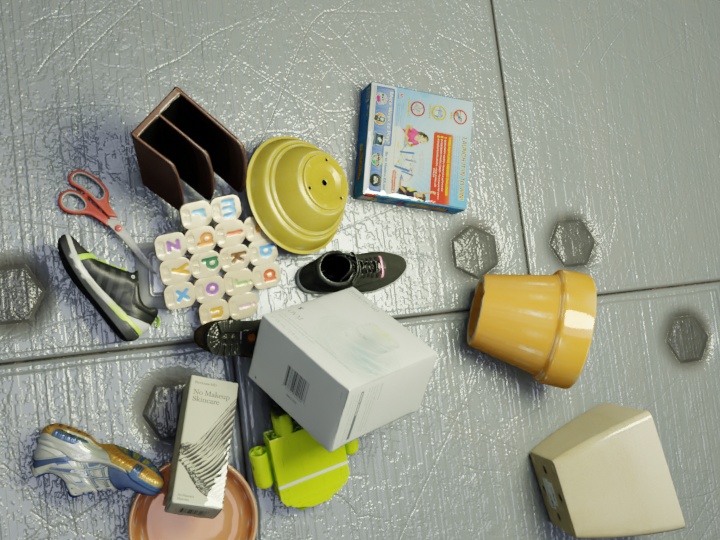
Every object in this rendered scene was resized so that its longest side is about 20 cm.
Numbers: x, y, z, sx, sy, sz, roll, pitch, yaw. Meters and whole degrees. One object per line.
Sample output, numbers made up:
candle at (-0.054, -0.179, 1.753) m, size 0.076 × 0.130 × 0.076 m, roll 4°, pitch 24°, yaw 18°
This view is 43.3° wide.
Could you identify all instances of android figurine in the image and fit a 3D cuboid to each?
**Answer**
android figurine at (-0.085, 0.295, 1.445) m, size 0.181 × 0.041 × 0.201 m, roll -19°, pitch 118°, yaw -19°

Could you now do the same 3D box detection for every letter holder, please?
letter holder at (-0.255, -0.159, 1.382) m, size 0.142 × 0.200 × 0.101 m, roll 39°, pitch 73°, yaw 3°

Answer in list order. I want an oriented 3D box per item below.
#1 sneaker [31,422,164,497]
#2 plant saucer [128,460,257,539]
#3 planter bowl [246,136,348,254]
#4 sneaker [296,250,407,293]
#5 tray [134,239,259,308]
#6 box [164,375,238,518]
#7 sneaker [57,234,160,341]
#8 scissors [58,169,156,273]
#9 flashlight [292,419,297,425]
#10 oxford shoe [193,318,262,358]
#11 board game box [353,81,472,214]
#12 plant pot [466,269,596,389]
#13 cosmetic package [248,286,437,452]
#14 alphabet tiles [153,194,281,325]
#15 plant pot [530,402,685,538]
sneaker at (-0.393, 0.304, 1.359) m, size 0.199 × 0.075 × 0.089 m, roll 23°, pitch 88°, yaw 3°
plant saucer at (-0.260, 0.390, 1.412) m, size 0.199 × 0.037 × 0.202 m, roll 3°, pitch 81°, yaw -18°
planter bowl at (-0.081, -0.133, 1.474) m, size 0.199 × 0.083 × 0.202 m, roll 12°, pitch 71°, yaw -40°
sneaker at (0.000, 0.000, 1.515) m, size 0.199 × 0.099 × 0.071 m, roll -7°, pitch 84°, yaw -20°
tray at (-0.262, 0.004, 1.467) m, size 0.198 × 0.022 × 0.108 m, roll -2°, pitch 85°, yaw -19°
box at (-0.241, 0.268, 1.383) m, size 0.082 × 0.068 × 0.201 m, roll 11°, pitch 60°, yaw -16°
sneaker at (-0.386, 0.017, 1.404) m, size 0.083 × 0.072 × 0.201 m, roll -40°, pitch 104°, yaw -23°
scissors at (-0.385, -0.080, 1.429) m, size 0.199 × 0.014 × 0.073 m, roll 36°, pitch 73°, yaw -3°
flashlight at (-0.030, 0.201, 1.498) m, size 0.199 × 0.068 × 0.068 m, roll -21°, pitch 90°, yaw -19°
oxford shoe at (-0.176, 0.108, 1.458) m, size 0.199 × 0.084 × 0.073 m, roll 15°, pitch 82°, yaw -37°
board game box at (0.094, -0.213, 1.596) m, size 0.194 × 0.056 × 0.202 m, roll 8°, pitch 81°, yaw -18°
plant pot at (0.286, 0.087, 1.564) m, size 0.182 × 0.200 × 0.202 m, roll 12°, pitch 79°, yaw -1°
cosmetic package at (-0.027, 0.143, 1.393) m, size 0.199 × 0.199 × 0.124 m, roll -15°, pitch 132°, yaw -45°
alphabet tiles at (-0.225, -0.015, 1.442) m, size 0.194 × 0.015 × 0.202 m, roll -14°, pitch 105°, yaw -23°
plant pot at (0.410, 0.358, 1.568) m, size 0.176 × 0.200 × 0.201 m, roll -17°, pitch 89°, yaw -9°
